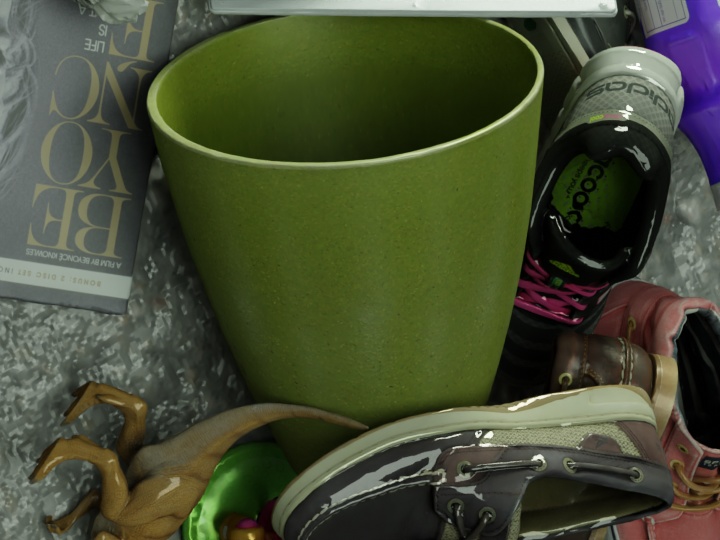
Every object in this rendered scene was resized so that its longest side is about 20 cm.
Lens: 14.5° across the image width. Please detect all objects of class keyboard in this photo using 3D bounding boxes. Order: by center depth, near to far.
[{"bbox_3d":[0.025,-0.146,1.378,0.198,0.011,0.057,0,60,-5],"label":"keyboard"}]

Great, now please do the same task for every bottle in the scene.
[{"bbox_3d":[0.180,-0.132,1.453,0.083,0.065,0.201,-9,83,-55],"label":"bottle"}]

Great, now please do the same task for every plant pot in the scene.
[{"bbox_3d":[0.000,0.000,1.361,0.186,0.187,0.201,-18,120,-24],"label":"plant pot"}]

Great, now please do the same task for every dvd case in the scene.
[{"bbox_3d":[-0.163,-0.087,1.342,0.148,0.016,0.202,9,92,-28],"label":"dvd case"}]

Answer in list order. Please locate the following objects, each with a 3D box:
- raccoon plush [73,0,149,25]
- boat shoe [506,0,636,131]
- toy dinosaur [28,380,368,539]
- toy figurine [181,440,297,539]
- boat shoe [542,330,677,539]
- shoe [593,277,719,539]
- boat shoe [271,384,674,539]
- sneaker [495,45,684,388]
[{"bbox_3d":[-0.199,-0.150,1.264,0.134,0.097,0.200,-42,105,-3],"label":"raccoon plush"},{"bbox_3d":[0.117,-0.122,1.450,0.067,0.072,0.201,-30,105,-20],"label":"boat shoe"},{"bbox_3d":[-0.095,0.097,1.358,0.106,0.061,0.200,36,116,-12],"label":"toy dinosaur"},{"bbox_3d":[-0.016,0.194,1.356,0.149,0.184,0.202,2,94,-27],"label":"toy figurine"},{"bbox_3d":[0.094,0.118,1.447,0.070,0.071,0.201,14,114,-14],"label":"boat shoe"},{"bbox_3d":[0.170,0.103,1.491,0.071,0.091,0.201,-19,104,-24],"label":"shoe"},{"bbox_3d":[0.058,0.106,1.329,0.199,0.065,0.072,-11,145,-23],"label":"boat shoe"},{"bbox_3d":[0.103,-0.013,1.408,0.073,0.088,0.201,22,123,-3],"label":"sneaker"}]
